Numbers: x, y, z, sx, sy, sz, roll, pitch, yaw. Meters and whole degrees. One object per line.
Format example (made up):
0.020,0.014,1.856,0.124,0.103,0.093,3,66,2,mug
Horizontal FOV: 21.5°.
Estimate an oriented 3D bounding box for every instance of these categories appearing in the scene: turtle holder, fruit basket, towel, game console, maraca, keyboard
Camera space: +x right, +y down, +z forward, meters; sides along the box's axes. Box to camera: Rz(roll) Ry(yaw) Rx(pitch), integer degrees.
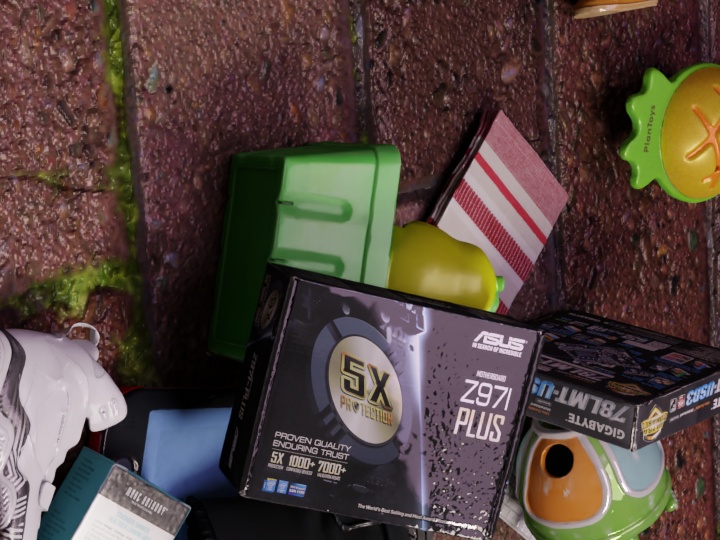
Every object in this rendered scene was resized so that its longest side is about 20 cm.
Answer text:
0.221,0.171,1.743,0.185,0.141,0.132,-32,117,-27,turtle holder
0.000,0.000,1.496,0.216,0.155,0.216,-3,96,-30,fruit basket
0.108,-0.026,1.703,0.144,0.023,0.200,47,65,-41,towel
-0.133,0.176,1.478,0.200,0.031,0.177,4,93,-45,game console
0.316,-0.134,1.836,0.200,0.107,0.137,-1,97,-45,maraca
0.137,0.201,1.772,0.200,0.011,0.056,42,66,-40,keyboard

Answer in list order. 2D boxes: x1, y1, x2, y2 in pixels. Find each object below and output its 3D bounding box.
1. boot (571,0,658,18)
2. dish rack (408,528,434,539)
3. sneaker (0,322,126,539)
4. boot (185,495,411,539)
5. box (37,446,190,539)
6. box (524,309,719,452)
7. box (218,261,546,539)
0.252,-0.319,1.781,0.201,0.071,0.144,-24,107,-45,boot
0.004,0.257,1.562,0.200,0.055,0.153,-38,150,-24,dish rack
-0.225,0.132,1.344,0.115,0.075,0.200,-8,98,-42,sneaker
-0.056,0.182,1.472,0.162,0.073,0.198,-8,61,-17,boot
-0.211,0.235,1.371,0.082,0.049,0.200,38,78,-38,box
0.212,0.092,1.684,0.198,0.200,0.050,-16,115,-49,box
0.015,0.097,1.400,0.200,0.086,0.164,13,94,-16,box
